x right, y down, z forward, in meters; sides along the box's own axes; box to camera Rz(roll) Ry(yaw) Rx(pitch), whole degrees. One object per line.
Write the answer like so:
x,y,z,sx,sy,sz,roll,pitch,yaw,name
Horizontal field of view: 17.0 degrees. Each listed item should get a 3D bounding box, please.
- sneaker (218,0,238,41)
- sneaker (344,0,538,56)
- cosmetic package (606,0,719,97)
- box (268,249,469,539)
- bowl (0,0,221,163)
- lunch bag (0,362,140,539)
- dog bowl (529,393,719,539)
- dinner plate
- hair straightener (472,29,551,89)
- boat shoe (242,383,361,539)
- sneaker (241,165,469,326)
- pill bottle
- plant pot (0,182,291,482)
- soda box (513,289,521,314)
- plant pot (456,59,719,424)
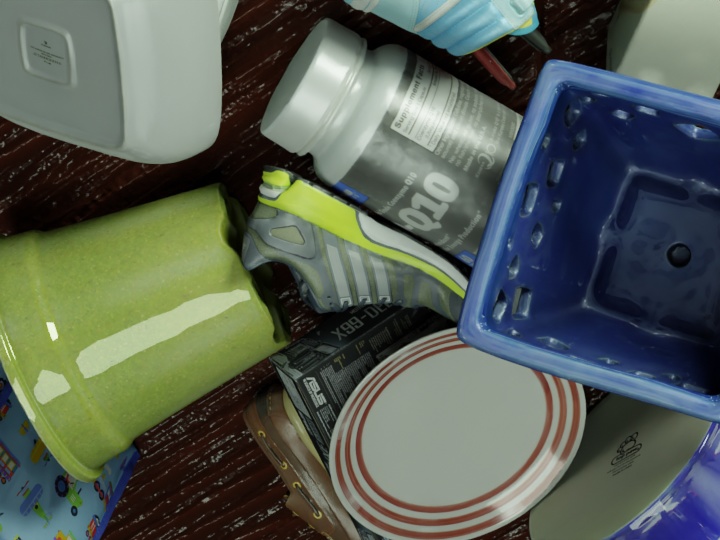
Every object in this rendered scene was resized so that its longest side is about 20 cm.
-0.129,-0.223,1.681,0.099,0.071,0.201,17,119,1,sneaker
0.090,-0.235,1.622,0.130,0.080,0.200,32,110,-11,sneaker
0.236,-0.214,1.623,0.073,0.104,0.200,20,121,-6,cosmetic package
0.042,0.108,1.835,0.157,0.050,0.200,-34,119,-13,box
-0.199,-0.167,1.673,0.199,0.075,0.200,20,131,24,bowl
-0.258,0.159,1.855,0.094,0.200,0.151,-22,117,18,lunch bag
0.223,0.159,1.804,0.200,0.200,0.079,-38,109,26,dog bowl
0.071,0.119,1.789,0.199,0.024,0.201,-9,126,-13,dinner plate
0.066,-0.222,1.684,0.077,0.041,0.200,-42,105,7,hair straightener
-0.025,0.171,1.919,0.067,0.072,0.200,-20,112,24,boat shoe
0.000,0.000,1.733,0.200,0.074,0.081,29,94,-16,sneaker
0.037,-0.090,1.716,0.200,0.114,0.114,29,121,-12,pill bottle
-0.158,0.029,1.784,0.184,0.201,0.201,-23,118,7,plant pot
0.191,0.036,1.767,0.199,0.064,0.068,3,145,24,soda box
0.200,-0.012,1.617,0.199,0.180,0.201,18,90,17,plant pot
